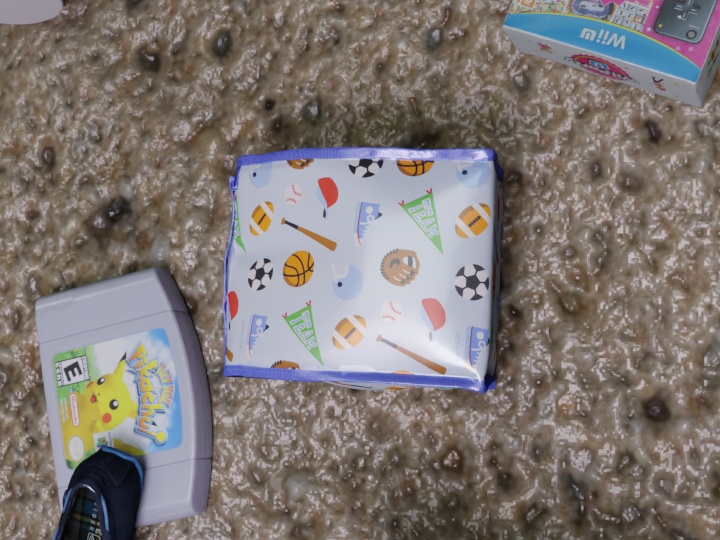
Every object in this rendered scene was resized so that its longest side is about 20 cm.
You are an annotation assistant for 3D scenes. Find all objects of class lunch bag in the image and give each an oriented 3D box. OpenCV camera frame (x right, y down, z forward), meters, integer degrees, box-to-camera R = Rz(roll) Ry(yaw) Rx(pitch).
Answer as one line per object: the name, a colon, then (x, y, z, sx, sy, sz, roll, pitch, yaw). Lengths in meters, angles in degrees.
lunch bag: (0.000, 0.000, 0.828, 0.199, 0.124, 0.171, 1, 83, 11)

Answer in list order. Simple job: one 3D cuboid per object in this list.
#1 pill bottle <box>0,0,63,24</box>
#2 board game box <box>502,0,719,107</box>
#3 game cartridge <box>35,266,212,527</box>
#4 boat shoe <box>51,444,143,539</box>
pill bottle: (-0.297, -0.319, 0.975, 0.110, 0.111, 0.201, -8, 80, 17)
board game box: (0.209, -0.237, 0.822, 0.147, 0.064, 0.201, 21, 90, 20)
game cartridge: (-0.187, 0.103, 0.920, 0.133, 0.040, 0.201, -14, 78, 12)
boat shoe: (-0.218, 0.231, 0.872, 0.084, 0.069, 0.201, 9, 104, 12)
